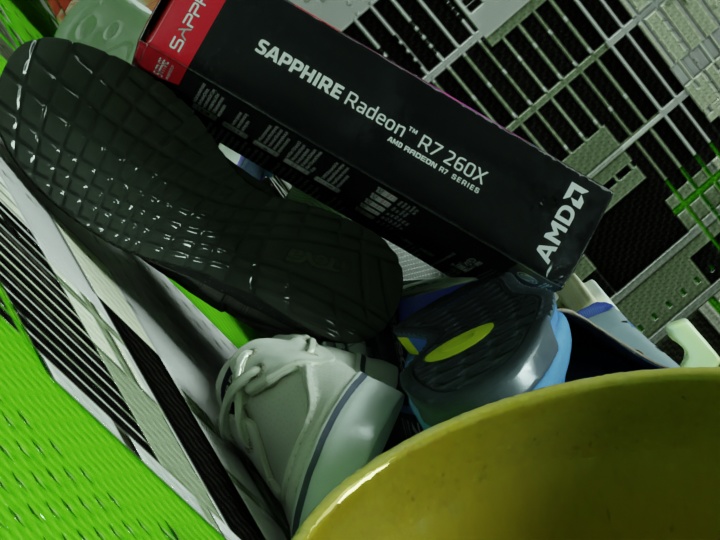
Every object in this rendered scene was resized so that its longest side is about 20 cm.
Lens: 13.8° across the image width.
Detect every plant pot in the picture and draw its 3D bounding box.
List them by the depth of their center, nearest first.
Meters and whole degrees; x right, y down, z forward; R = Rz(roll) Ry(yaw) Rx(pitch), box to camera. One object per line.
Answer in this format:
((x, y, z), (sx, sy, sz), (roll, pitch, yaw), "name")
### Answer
((0.086, 0.137, 0.875), (0.200, 0.199, 0.143), (-122, -163, -66), "plant pot")

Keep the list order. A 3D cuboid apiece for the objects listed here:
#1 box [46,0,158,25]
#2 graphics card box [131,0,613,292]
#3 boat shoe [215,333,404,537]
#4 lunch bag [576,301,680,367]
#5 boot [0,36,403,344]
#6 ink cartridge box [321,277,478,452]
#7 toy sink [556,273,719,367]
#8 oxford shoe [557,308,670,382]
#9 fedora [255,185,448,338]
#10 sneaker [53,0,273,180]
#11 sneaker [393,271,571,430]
((-0.136, -0.210, 1.734), (0.200, 0.099, 0.096), (-101, 166, -53), "box")
((0.000, -0.055, 1.242), (0.199, 0.051, 0.125), (31, -9, -3), "graphics card box")
((-0.025, 0.059, 1.166), (0.069, 0.071, 0.200), (22, 9, -2), "boat shoe")
((0.110, 0.142, 1.382), (0.170, 0.123, 0.201), (-127, -157, -67), "lunch bag")
((-0.083, -0.021, 1.276), (0.199, 0.068, 0.131), (33, -14, -14), "boot")
((0.028, 0.054, 1.319), (0.200, 0.039, 0.100), (172, -97, -75), "ink cartridge box")
((0.119, 0.078, 1.579), (0.112, 0.200, 0.130), (49, 4, -7), "toy sink")
((0.132, 0.091, 1.206), (0.200, 0.071, 0.073), (39, -28, 34), "oxford shoe")
((0.000, 0.000, 1.523), (0.090, 0.178, 0.200), (18, 14, -13), "fedora")
((-0.076, -0.063, 1.563), (0.146, 0.081, 0.200), (42, 2, -37), "sneaker")
((0.056, 0.052, 1.130), (0.200, 0.066, 0.079), (-111, 176, -84), "sneaker")
